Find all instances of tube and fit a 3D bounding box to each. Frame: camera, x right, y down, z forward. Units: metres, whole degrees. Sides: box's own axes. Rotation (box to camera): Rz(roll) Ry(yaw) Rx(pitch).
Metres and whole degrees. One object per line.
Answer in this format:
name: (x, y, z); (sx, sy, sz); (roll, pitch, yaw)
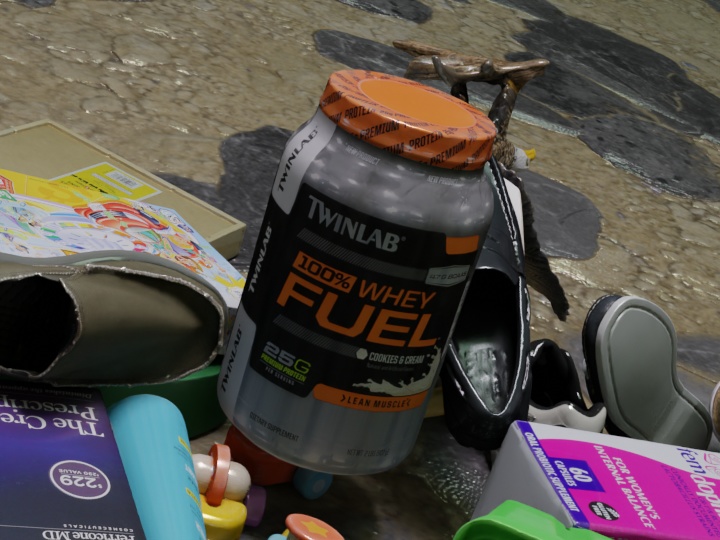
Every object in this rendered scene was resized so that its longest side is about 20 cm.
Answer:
tube: (-0.094, 0.140, 0.743); (0.050, 0.078, 0.201); (-17, 37, -6)

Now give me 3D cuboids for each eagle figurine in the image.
eagle figurine: (0.086, -0.059, 1.127); (0.149, 0.202, 0.152); (0, 15, -18)

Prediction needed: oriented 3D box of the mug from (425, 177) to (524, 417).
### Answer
mug: (0.034, 0.009, 1.020); (0.151, 0.189, 0.149); (-3, -10, 4)

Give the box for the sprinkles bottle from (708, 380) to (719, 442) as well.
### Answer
sprinkles bottle: (0.273, 0.093, 1.014); (0.068, 0.069, 0.200); (23, -3, 9)

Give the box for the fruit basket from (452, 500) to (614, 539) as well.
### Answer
fruit basket: (0.120, 0.198, 0.691); (0.213, 0.157, 0.216); (18, 16, -5)

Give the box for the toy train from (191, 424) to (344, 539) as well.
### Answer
toy train: (-0.034, 0.129, 0.850); (0.149, 0.056, 0.200); (0, 30, -38)

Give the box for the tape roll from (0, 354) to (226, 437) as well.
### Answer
tape roll: (-0.164, 0.032, 0.966); (0.198, 0.049, 0.201); (16, 24, -7)

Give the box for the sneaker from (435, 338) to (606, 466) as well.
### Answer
sneaker: (0.110, 0.076, 1.036); (0.075, 0.089, 0.200); (4, 26, -28)

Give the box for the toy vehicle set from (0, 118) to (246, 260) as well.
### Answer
toy vehicle set: (-0.198, -0.052, 1.146); (0.199, 0.027, 0.124); (28, 25, 18)

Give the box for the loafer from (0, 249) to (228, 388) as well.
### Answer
loafer: (-0.150, 0.031, 0.770); (0.198, 0.076, 0.070); (4, 18, -34)

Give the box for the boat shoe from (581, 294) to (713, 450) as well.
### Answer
boat shoe: (0.179, 0.076, 1.029); (0.060, 0.076, 0.201); (29, -20, 40)

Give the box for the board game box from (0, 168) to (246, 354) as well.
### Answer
board game box: (-0.157, -0.007, 0.902); (0.199, 0.034, 0.134); (12, 22, -48)

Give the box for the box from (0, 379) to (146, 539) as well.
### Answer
box: (-0.213, 0.114, 0.719); (0.198, 0.080, 0.142); (8, 29, -26)

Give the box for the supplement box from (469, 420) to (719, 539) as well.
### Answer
supplement box: (0.172, 0.166, 0.873); (0.198, 0.104, 0.101); (12, 23, -22)

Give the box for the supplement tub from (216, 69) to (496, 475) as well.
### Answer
supplement tub: (0.000, 0.000, 0.847); (0.121, 0.202, 0.123); (15, 20, -6)

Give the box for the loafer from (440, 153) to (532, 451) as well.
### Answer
loafer: (0.071, 0.005, 0.914); (0.067, 0.071, 0.203); (-3, 69, -5)
